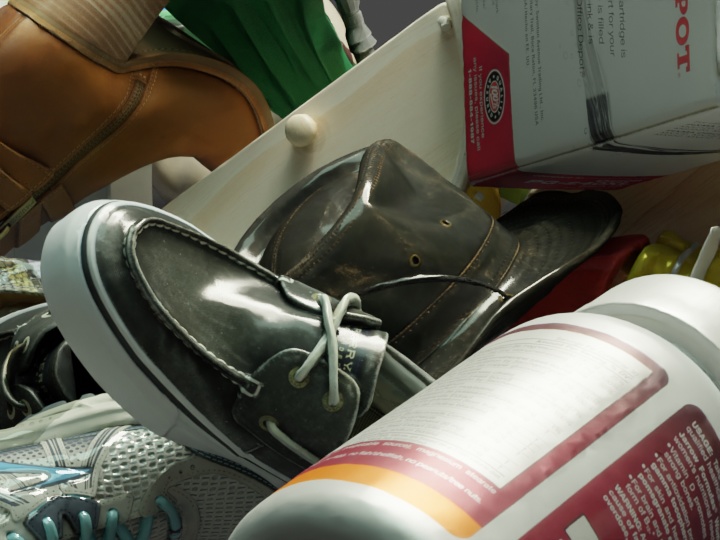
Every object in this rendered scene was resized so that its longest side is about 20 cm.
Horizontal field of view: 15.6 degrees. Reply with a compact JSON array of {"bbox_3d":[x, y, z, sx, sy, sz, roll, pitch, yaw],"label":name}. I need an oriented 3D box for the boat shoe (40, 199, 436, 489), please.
[{"bbox_3d":[-0.015,0.035,0.885,0.071,0.200,0.072,-27,36,41],"label":"boat shoe"}]

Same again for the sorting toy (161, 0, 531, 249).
[{"bbox_3d":[0.028,-0.035,1.245,0.200,0.107,0.180,-35,-12,24],"label":"sorting toy"}]

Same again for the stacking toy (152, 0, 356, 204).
[{"bbox_3d":[-0.022,-0.086,1.492,0.146,0.146,0.200,10,0,32],"label":"stacking toy"}]

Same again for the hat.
[{"bbox_3d":[0.000,0.000,1.039,0.201,0.081,0.201,-34,9,6],"label":"hat"}]

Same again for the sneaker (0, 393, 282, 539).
[{"bbox_3d":[-0.115,0.095,0.910,0.200,0.078,0.086,0,37,-4],"label":"sneaker"}]

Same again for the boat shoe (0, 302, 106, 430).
[{"bbox_3d":[-0.102,0.038,0.993,0.200,0.069,0.057,-12,-13,36],"label":"boat shoe"}]

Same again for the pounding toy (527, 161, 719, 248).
[{"bbox_3d":[0.220,-0.048,1.219,0.184,0.142,0.200,-37,-5,30],"label":"pounding toy"}]

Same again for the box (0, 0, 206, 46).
[{"bbox_3d":[-0.152,-0.114,1.321,0.144,0.036,0.200,13,21,41],"label":"box"}]

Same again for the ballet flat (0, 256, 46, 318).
[{"bbox_3d":[-0.162,0.028,1.137,0.200,0.072,0.072,2,15,11],"label":"ballet flat"}]

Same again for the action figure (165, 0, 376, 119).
[{"bbox_3d":[-0.034,-0.112,1.250,0.118,0.200,0.055,-2,50,42],"label":"action figure"}]

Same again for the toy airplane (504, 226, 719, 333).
[{"bbox_3d":[0.175,0.020,1.006,0.199,0.141,0.200,-5,16,-18],"label":"toy airplane"}]

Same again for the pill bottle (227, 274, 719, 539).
[{"bbox_3d":[0.054,0.078,0.811,0.110,0.110,0.200,10,27,34],"label":"pill bottle"}]

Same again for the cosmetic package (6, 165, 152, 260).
[{"bbox_3d":[-0.213,-0.057,1.370,0.200,0.102,0.071,4,15,14],"label":"cosmetic package"}]

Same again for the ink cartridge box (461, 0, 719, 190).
[{"bbox_3d":[0.121,-0.117,1.053,0.083,0.145,0.200,3,-8,-26],"label":"ink cartridge box"}]

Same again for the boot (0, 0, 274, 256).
[{"bbox_3d":[-0.125,-0.052,1.208,0.077,0.155,0.200,34,-8,25],"label":"boot"}]
